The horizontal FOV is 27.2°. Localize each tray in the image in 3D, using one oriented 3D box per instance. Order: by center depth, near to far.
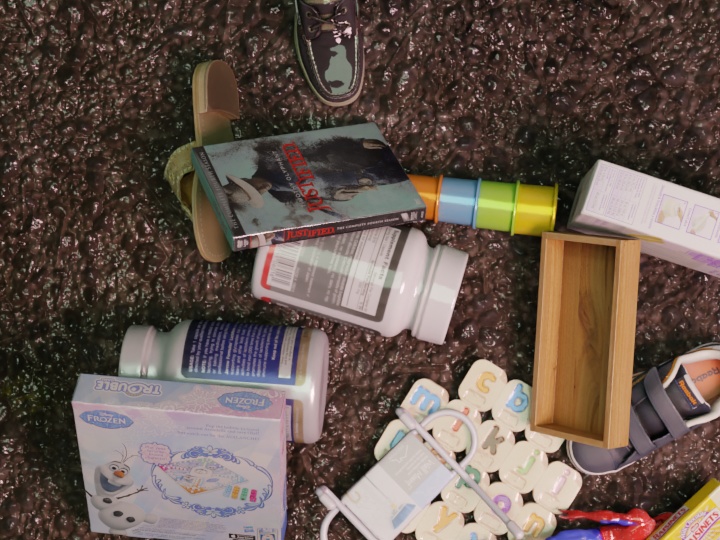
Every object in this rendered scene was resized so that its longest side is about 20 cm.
[{"bbox_3d":[0.220,0.066,1.455,0.098,0.037,0.201,9,97,47],"label":"tray"}]

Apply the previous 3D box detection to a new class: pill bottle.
[{"bbox_3d":[-0.135,0.108,1.486,0.199,0.116,0.116,5,87,3],"label":"pill bottle"},{"bbox_3d":[0.000,0.000,1.486,0.199,0.114,0.114,17,88,3],"label":"pill bottle"}]

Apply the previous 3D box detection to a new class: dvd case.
[{"bbox_3d":[-0.052,-0.085,1.464,0.199,0.022,0.146,-10,44,-18],"label":"dvd case"}]

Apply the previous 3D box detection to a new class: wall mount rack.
[{"bbox_3d":[0.057,0.239,1.474,0.200,0.075,0.174,-45,86,1],"label":"wall mount rack"}]

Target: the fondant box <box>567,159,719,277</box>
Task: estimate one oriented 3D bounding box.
[{"bbox_3d":[0.310,-0.044,1.458,0.199,0.144,0.058,18,87,4],"label":"fondant box"}]

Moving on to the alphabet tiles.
[{"bbox_3d":[0.120,0.200,1.518,0.200,0.015,0.196,31,89,4],"label":"alphabet tiles"}]

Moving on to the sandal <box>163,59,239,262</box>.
[{"bbox_3d":[-0.169,-0.109,1.536,0.069,0.078,0.213,-7,78,34],"label":"sandal"}]

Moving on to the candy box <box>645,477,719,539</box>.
[{"bbox_3d":[0.311,0.309,1.480,0.200,0.026,0.102,-42,107,0],"label":"candy box"}]

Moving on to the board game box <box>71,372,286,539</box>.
[{"bbox_3d":[-0.172,0.190,1.457,0.199,0.199,0.043,5,44,3],"label":"board game box"}]

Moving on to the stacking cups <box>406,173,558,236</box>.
[{"bbox_3d":[0.100,-0.066,1.515,0.199,0.061,0.061,4,87,5],"label":"stacking cups"}]

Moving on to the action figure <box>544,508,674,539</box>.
[{"bbox_3d":[0.225,0.275,1.487,0.199,0.052,0.066,-13,107,-7],"label":"action figure"}]

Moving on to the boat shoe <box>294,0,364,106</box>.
[{"bbox_3d":[-0.036,-0.271,1.528,0.072,0.065,0.201,-5,87,1],"label":"boat shoe"}]

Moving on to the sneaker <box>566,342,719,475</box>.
[{"bbox_3d":[0.294,0.134,1.476,0.200,0.079,0.079,-34,89,-2],"label":"sneaker"}]
